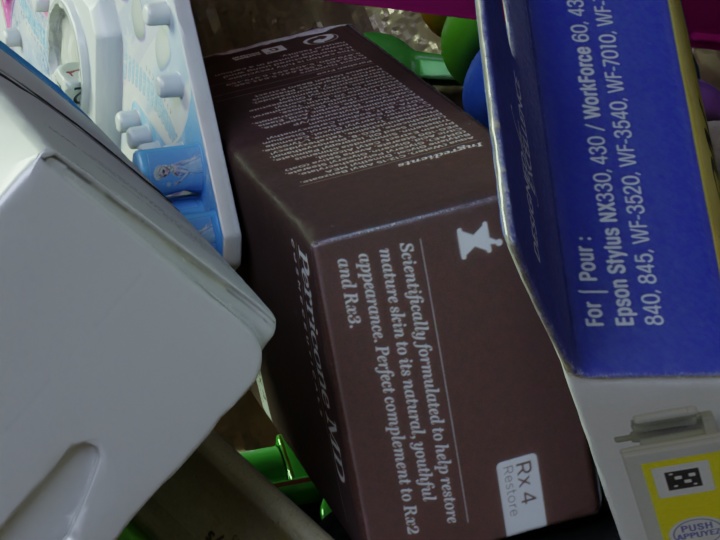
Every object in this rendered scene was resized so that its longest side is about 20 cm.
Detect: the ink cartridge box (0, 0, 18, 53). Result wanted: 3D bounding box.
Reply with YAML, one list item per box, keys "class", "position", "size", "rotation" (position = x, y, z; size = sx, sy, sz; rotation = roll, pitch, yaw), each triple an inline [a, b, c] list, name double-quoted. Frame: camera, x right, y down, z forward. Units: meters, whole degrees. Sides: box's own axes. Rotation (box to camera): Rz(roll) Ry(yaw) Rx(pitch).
- class: "ink cartridge box"
  position: [-0.157, -0.061, 0.908]
  size: [0.162, 0.057, 0.200]
  rotation: [-1, 63, 27]

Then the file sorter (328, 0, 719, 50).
- class: "file sorter"
  position: [0.049, -0.165, 0.689]
  size: [0.139, 0.200, 0.126]
  rotation: [119, 146, -43]

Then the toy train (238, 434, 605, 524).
- class: "toy train"
  position: [-0.015, 0.073, 0.722]
  size: [0.200, 0.042, 0.056]
  rotation: [-8, 43, -12]

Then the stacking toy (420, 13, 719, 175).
- class: "stacking toy"
  position: [0.052, -0.086, 0.772]
  size: [0.085, 0.085, 0.200]
  rotation: [-34, 65, 10]

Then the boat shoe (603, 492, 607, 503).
- class: "boat shoe"
  position: [0.126, 0.018, 0.681]
  size: [0.071, 0.063, 0.200]
  rotation: [22, 95, -7]

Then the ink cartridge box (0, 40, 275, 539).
- class: "ink cartridge box"
  position: [-0.126, 0.012, 0.635]
  size: [0.145, 0.084, 0.200]
  rotation: [-50, 32, 1]

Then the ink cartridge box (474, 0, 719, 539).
- class: "ink cartridge box"
  position: [0.065, -0.025, 0.565]
  size: [0.047, 0.200, 0.198]
  rotation: [-10, 52, 8]

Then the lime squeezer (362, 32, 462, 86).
- class: "lime squeezer"
  position: [-0.004, -0.038, 0.833]
  size: [0.200, 0.038, 0.071]
  rotation: [-37, 88, 7]

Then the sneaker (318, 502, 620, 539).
- class: "sneaker"
  position: [0.081, 0.136, 0.654]
  size: [0.200, 0.121, 0.084]
  rotation: [9, 28, 26]

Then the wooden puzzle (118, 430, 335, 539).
- class: "wooden puzzle"
  position: [-0.086, 0.136, 0.631]
  size: [0.185, 0.046, 0.200]
  rotation: [39, 89, 28]

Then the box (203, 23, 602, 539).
- class: "box"
  position: [0.000, 0.000, 0.706]
  size: [0.075, 0.100, 0.200]
  rotation: [-15, 21, -13]

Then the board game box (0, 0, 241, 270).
- class: "board game box"
  position: [-0.097, -0.069, 0.777]
  size: [0.026, 0.200, 0.200]
  rotation: [-9, 77, -21]
